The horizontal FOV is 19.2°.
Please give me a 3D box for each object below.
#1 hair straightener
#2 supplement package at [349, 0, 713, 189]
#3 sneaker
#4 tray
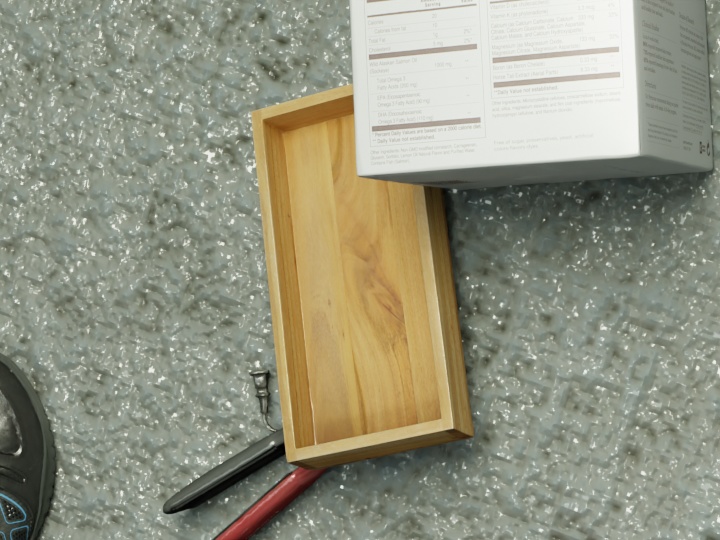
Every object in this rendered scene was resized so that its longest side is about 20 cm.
[{"bbox_3d":[-0.037,0.079,1.193,0.200,0.041,0.077,-41,76,16],"label":"hair straightener"},{"bbox_3d":[0.087,-0.149,1.085,0.149,0.152,0.202,-3,88,22],"label":"supplement package"},{"bbox_3d":[-0.226,0.146,1.247,0.073,0.082,0.202,-5,87,23],"label":"sneaker"},{"bbox_3d":[0.000,0.000,1.161,0.098,0.037,0.202,-13,73,21],"label":"tray"}]
